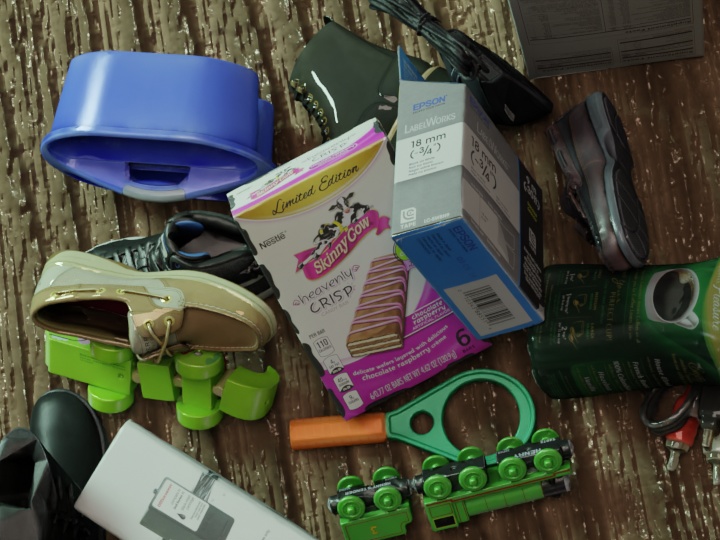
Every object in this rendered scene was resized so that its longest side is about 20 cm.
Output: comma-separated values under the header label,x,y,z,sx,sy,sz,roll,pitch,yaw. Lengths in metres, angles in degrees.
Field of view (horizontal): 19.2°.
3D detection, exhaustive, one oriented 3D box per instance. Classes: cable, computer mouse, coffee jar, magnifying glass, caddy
label,x,y,z,sx,sy,sz,roll,pitch,yaw
cable,0.284,0.070,1.694,0.097,0.050,0.200,4,63,28
computer mouse,0.071,-0.171,1.709,0.140,0.200,0.046,44,101,23
coffee jar,0.235,0.043,1.647,0.200,0.085,0.104,-4,53,24
magnifying glass,0.042,0.125,1.721,0.200,0.022,0.080,-5,75,6
caddy,-0.161,-0.106,1.752,0.200,0.141,0.105,4,73,12

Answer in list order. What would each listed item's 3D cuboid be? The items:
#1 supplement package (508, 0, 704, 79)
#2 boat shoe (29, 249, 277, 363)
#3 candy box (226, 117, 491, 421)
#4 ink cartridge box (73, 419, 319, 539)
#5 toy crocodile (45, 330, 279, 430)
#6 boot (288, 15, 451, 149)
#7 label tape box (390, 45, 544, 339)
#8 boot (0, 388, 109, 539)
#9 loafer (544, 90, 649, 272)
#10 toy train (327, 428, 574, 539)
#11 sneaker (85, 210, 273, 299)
label,x,y,z,sx,sy,sz,roll,pitch,yaw
supplement package,0.190,-0.263,1.702,0.151,0.200,0.152,-8,74,8
boat shoe,-0.166,0.040,1.690,0.200,0.074,0.066,9,46,16
candy box,0.000,0.000,1.682,0.136,0.061,0.200,-28,111,2
ink cartridge box,-0.107,0.210,1.657,0.200,0.147,0.083,31,83,17
toy crocodile,-0.165,0.080,1.745,0.200,0.068,0.062,10,34,15
boot,-0.025,-0.107,1.771,0.138,0.077,0.200,30,70,20
label tape box,0.086,-0.070,1.659,0.063,0.144,0.200,-17,48,24
boot,-0.249,0.154,1.666,0.066,0.200,0.165,-13,74,6
loafer,0.185,-0.062,1.691,0.063,0.072,0.200,-24,36,18
toy train,0.074,0.174,1.683,0.200,0.042,0.056,-14,118,8
sneaker,-0.169,-0.011,1.742,0.200,0.112,0.073,-8,71,6
